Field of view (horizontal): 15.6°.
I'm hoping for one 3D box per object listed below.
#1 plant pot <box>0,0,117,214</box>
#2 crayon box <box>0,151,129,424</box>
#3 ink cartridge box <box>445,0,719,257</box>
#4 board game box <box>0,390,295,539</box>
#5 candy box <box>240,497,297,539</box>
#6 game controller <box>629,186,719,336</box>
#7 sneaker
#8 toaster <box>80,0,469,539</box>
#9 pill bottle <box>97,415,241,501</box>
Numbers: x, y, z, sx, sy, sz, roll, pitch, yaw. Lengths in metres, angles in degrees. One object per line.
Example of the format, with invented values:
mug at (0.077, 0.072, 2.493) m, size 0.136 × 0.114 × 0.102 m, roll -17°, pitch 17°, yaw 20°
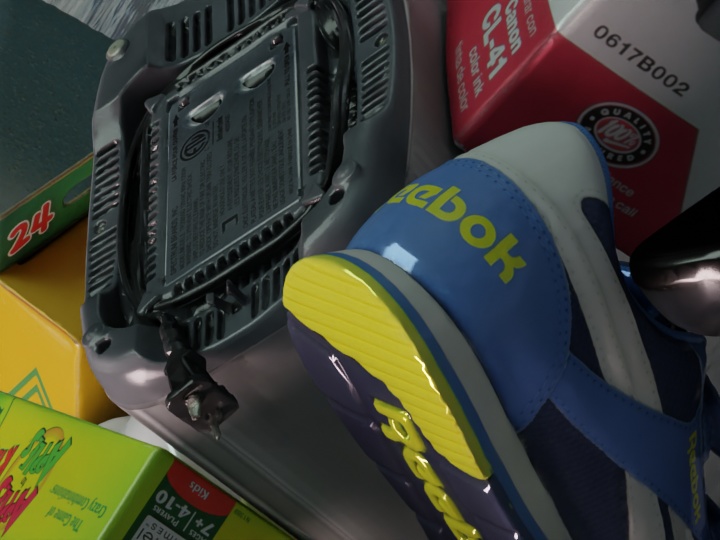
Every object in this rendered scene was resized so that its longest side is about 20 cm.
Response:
plant pot at (-0.160, 0.023, 1.276) m, size 0.196 × 0.196 × 0.200 m, roll -40°, pitch 32°, yaw 44°
crayon box at (-0.086, 0.025, 1.060) m, size 0.127 × 0.051 × 0.200 m, roll -39°, pitch -27°, yaw -30°
ink cartridge box at (0.138, -0.083, 0.693) m, size 0.200 × 0.147 × 0.086 m, roll -46°, pitch 23°, yaw 32°
board game box at (-0.067, 0.088, 0.802) m, size 0.048 × 0.102 × 0.200 m, roll -56°, pitch 21°, yaw -11°
candy box at (0.010, 0.018, 0.919) m, size 0.115 × 0.055 × 0.200 m, roll -10°, pitch 25°, yaw 0°
game controller at (0.158, -0.025, 0.567) m, size 0.200 × 0.042 × 0.104 m, roll -14°, pitch 0°, yaw 31°
sneaker at (0.059, 0.049, 0.644) m, size 0.074 × 0.200 × 0.082 m, roll 22°, pitch 60°, yaw 44°
toaster at (0.000, 0.000, 0.743) m, size 0.114 × 0.129 × 0.200 m, roll -33°, pitch 34°, yaw 21°
pill bottle at (-0.090, 0.127, 1.003) m, size 0.200 × 0.113 × 0.113 m, roll -46°, pitch 20°, yaw 32°
